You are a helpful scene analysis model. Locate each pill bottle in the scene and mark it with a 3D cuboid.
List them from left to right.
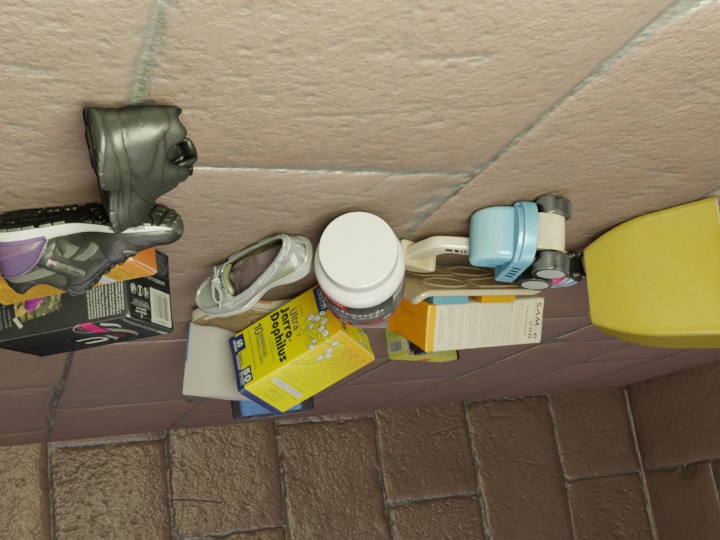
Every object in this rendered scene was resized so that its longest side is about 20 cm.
[{"bbox_3d":[0.000,0.000,1.109,0.115,0.116,0.200,-8,165,0],"label":"pill bottle"}]

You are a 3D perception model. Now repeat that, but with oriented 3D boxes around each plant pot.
[{"bbox_3d":[0.444,0.020,1.294,0.199,0.195,0.195,-8,166,21],"label":"plant pot"}]

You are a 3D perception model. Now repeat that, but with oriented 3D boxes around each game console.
[{"bbox_3d":[-0.216,0.282,2.046,0.199,0.117,0.176,-7,165,-4],"label":"game console"}]

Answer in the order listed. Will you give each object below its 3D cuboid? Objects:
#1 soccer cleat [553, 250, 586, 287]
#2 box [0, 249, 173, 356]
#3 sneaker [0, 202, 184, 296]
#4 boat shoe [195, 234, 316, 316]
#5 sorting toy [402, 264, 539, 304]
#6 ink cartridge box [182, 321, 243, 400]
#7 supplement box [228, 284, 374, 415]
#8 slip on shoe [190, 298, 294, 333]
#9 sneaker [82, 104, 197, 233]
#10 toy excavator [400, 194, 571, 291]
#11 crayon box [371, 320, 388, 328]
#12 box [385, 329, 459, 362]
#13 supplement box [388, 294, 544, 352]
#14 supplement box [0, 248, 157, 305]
[{"bbox_3d":[0.280,-0.002,1.335,0.086,0.070,0.200,-18,162,33],"label":"soccer cleat"},{"bbox_3d":[-0.351,0.036,1.078,0.199,0.107,0.122,-11,164,13],"label":"box"},{"bbox_3d":[-0.280,-0.020,0.904,0.199,0.088,0.076,-3,-156,3],"label":"sneaker"},{"bbox_3d":[-0.150,0.004,1.139,0.201,0.075,0.065,-22,154,32],"label":"boat shoe"},{"bbox_3d":[0.140,0.020,1.266,0.199,0.037,0.185,-5,-168,-17],"label":"sorting toy"},{"bbox_3d":[-0.214,0.170,1.571,0.125,0.129,0.200,-1,169,21],"label":"ink cartridge box"},{"bbox_3d":[-0.096,0.126,1.386,0.200,0.109,0.110,-32,138,15],"label":"supplement box"},{"bbox_3d":[-0.180,0.085,1.438,0.199,0.061,0.076,-1,164,-25],"label":"slip on shoe"},{"bbox_3d":[-0.192,-0.089,0.774,0.090,0.076,0.200,-14,171,-15],"label":"sneaker"},{"bbox_3d":[0.159,-0.035,1.146,0.199,0.100,0.195,8,164,-5],"label":"toy excavator"},{"bbox_3d":[0.103,0.067,1.538,0.199,0.052,0.126,6,160,-41],"label":"crayon box"},{"bbox_3d":[0.134,0.155,1.840,0.050,0.076,0.200,-19,163,36],"label":"box"},{"bbox_3d":[0.158,0.066,1.300,0.199,0.074,0.126,-2,-167,-24],"label":"supplement box"},{"bbox_3d":[-0.336,-0.015,0.976,0.199,0.067,0.069,-12,165,13],"label":"supplement box"}]
